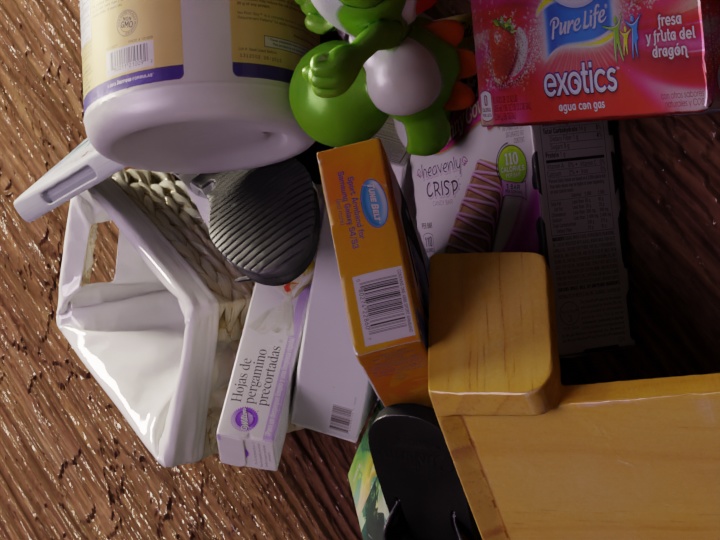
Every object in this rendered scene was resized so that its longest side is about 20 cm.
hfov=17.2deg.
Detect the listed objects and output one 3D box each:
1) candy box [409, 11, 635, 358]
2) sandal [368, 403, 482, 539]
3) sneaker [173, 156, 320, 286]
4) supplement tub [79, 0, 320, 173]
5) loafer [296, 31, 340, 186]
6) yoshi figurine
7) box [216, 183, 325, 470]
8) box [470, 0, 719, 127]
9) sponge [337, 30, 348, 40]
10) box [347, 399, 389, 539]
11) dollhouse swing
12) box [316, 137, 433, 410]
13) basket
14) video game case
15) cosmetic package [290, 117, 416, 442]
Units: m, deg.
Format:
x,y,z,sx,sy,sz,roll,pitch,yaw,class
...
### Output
x,y,z,sx,sy,sz,roll,pitch,yaw,class
0.088,-0.050,1.377,0.136,0.061,0.202,-5,91,60,candy box
0.042,0.160,1.317,0.075,0.045,0.201,2,131,26,sandal
-0.057,-0.028,1.492,0.089,0.074,0.200,59,178,-30,sneaker
-0.097,-0.171,1.425,0.145,0.144,0.202,-24,66,58,supplement tub
-0.044,-0.107,1.582,0.200,0.073,0.072,130,157,-63,loafer
-0.012,-0.137,1.307,0.112,0.112,0.201,19,146,39,yoshi figurine
-0.052,0.032,1.548,0.042,0.038,0.201,85,-164,-58,box
0.150,-0.127,1.219,0.200,0.099,0.096,1,97,60,box
-0.020,-0.244,1.551,0.200,0.030,0.112,57,141,37,sponge
0.043,0.154,1.471,0.201,0.036,0.145,-104,27,-45,box
0.146,0.092,1.263,0.182,0.175,0.201,-87,-22,-56,dollhouse swing
0.021,0.022,1.320,0.200,0.041,0.120,59,-162,-66,box
-0.117,0.026,1.678,0.200,0.123,0.136,47,134,46,basket
-0.132,-0.117,1.620,0.022,0.200,0.182,51,150,-10,video game case
0.000,0.000,1.500,0.050,0.083,0.201,16,120,11,cosmetic package
